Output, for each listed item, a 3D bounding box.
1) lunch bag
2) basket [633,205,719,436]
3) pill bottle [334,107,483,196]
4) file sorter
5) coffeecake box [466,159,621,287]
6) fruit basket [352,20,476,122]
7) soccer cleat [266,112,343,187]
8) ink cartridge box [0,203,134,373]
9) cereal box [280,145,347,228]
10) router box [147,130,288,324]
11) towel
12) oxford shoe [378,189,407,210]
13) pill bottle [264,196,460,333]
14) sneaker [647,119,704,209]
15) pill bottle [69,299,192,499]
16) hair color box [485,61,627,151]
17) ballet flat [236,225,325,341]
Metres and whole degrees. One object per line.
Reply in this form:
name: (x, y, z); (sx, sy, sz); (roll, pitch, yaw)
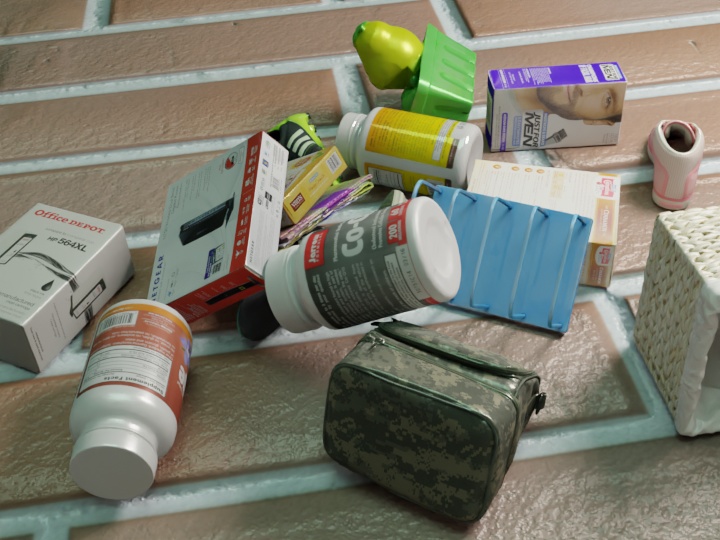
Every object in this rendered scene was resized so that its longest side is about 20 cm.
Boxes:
lunch bag: (0.076, 0.135, 0.978); (0.198, 0.141, 0.168); (18, 28, 22)
basket: (0.413, 0.042, 1.010); (0.196, 0.202, 0.162); (-8, 38, -7)
pill bottle: (0.067, -0.170, 1.348); (0.198, 0.110, 0.110); (14, 43, 19)
file sorter: (0.154, -0.018, 1.109); (0.198, 0.141, 0.123); (14, 3, 19)
coffeecake box: (0.235, -0.065, 1.242); (0.197, 0.074, 0.154); (8, 41, 13)
fruit basket: (0.073, -0.293, 1.455); (0.213, 0.157, 0.217); (9, 41, -8)
soccer cleat: (-0.083, -0.162, 1.394); (0.080, 0.068, 0.201); (-27, 41, -2)
ink cartridge box: (-0.401, 0.015, 1.181); (0.144, 0.085, 0.201); (14, 44, 20)
cereal box: (-0.128, -0.093, 1.255); (0.199, 0.040, 0.144); (-14, 28, 41)
router box: (-0.174, -0.047, 1.155); (0.178, 0.049, 0.202); (-24, 48, 33)
towel: (-0.083, -0.064, 1.234); (0.143, 0.023, 0.200); (-13, 19, 45)
oxford shoe: (0.043, -0.026, 1.221); (0.057, 0.075, 0.201); (32, 41, -15)
pill bottle: (0.000, 0.000, 1.040); (0.198, 0.114, 0.114); (-16, 34, 26)
sneaker: (0.451, -0.184, 1.347); (0.074, 0.106, 0.201); (6, 40, 13)
pill bottle: (-0.245, 0.135, 1.009); (0.111, 0.113, 0.201); (-2, 41, 2)
hair color box: (0.291, -0.245, 1.423); (0.197, 0.110, 0.065); (-5, 40, -1)
ballet flat: (-0.085, 0.008, 1.174); (0.072, 0.074, 0.201); (13, 41, 18)
